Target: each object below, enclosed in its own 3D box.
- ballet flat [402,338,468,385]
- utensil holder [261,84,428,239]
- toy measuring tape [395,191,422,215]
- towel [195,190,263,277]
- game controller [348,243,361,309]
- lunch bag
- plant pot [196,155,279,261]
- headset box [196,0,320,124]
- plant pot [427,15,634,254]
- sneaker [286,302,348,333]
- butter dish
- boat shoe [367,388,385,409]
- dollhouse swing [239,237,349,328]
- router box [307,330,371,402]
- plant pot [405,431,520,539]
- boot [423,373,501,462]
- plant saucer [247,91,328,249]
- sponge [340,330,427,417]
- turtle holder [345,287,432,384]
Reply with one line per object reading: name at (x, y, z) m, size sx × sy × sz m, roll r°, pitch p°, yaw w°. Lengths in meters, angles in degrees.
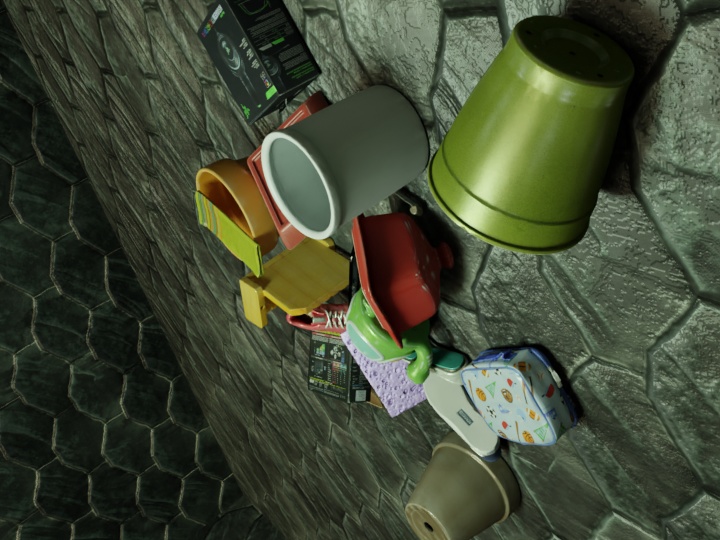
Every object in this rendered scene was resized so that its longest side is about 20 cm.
ballet flat at (0.126, 0.167, 1.427) m, size 0.199 × 0.069 × 0.070 m, roll 22°, pitch 138°, yaw 45°
utensil holder at (-0.020, -0.166, 1.133) m, size 0.170 × 0.199 × 0.171 m, roll 38°, pitch 146°, yaw 32°
toy measuring tape at (0.017, -0.125, 1.266) m, size 0.200 × 0.073 × 0.074 m, roll 40°, pitch 150°, yaw 31°
towel at (-0.252, -0.071, 1.440) m, size 0.200 × 0.018 × 0.087 m, roll 40°, pitch 150°, yaw 31°
game controller at (0.000, 0.000, 1.412) m, size 0.042 × 0.105 × 0.201 m, roll 21°, pitch 142°, yaw 16°
lunch bag at (0.253, 0.197, 1.223) m, size 0.161 × 0.075 × 0.200 m, roll 61°, pitch 155°, yaw -3°
plant pot at (-0.189, -0.146, 1.477) m, size 0.200 × 0.183 × 0.201 m, roll 40°, pitch 149°, yaw 30°
headset box at (-0.176, -0.368, 1.305) m, size 0.201 × 0.092 × 0.174 m, roll 60°, pitch 155°, yaw -9°
plant pot at (0.194, -0.156, 0.817) m, size 0.200 × 0.199 × 0.194 m, roll 44°, pitch 140°, yaw 24°
sneaker at (-0.062, 0.104, 1.564) m, size 0.198 × 0.087 × 0.075 m, roll 0°, pitch 94°, yaw 20°
butter dish at (0.079, -0.006, 1.227) m, size 0.200 × 0.146 × 0.201 m, roll 61°, pitch -164°, yaw -54°
boat shoe at (-0.012, 0.275, 1.774) m, size 0.199 × 0.074 × 0.076 m, roll 26°, pitch 141°, yaw 47°
dollhouse swing at (-0.113, 0.048, 1.547) m, size 0.176 × 0.199 × 0.183 m, roll 40°, pitch 150°, yaw 28°
router box at (-0.047, 0.205, 1.693) m, size 0.199 × 0.062 × 0.152 m, roll 2°, pitch 90°, yaw 59°
plant pot at (0.185, 0.449, 1.489) m, size 0.199 × 0.173 × 0.201 m, roll 31°, pitch 140°, yaw 31°
boot at (0.191, 0.276, 1.432) m, size 0.201 × 0.072 × 0.091 m, roll 54°, pitch 175°, yaw 32°
plant saucer at (-0.106, -0.172, 1.294) m, size 0.199 × 0.037 × 0.201 m, roll -37°, pitch 67°, yaw 28°
sponge at (0.057, 0.184, 1.520) m, size 0.201 × 0.111 × 0.030 m, roll 58°, pitch -163°, yaw 0°
turtle holder at (0.059, 0.106, 1.375) m, size 0.184 × 0.142 × 0.132 m, roll 27°, pitch 136°, yaw -11°
